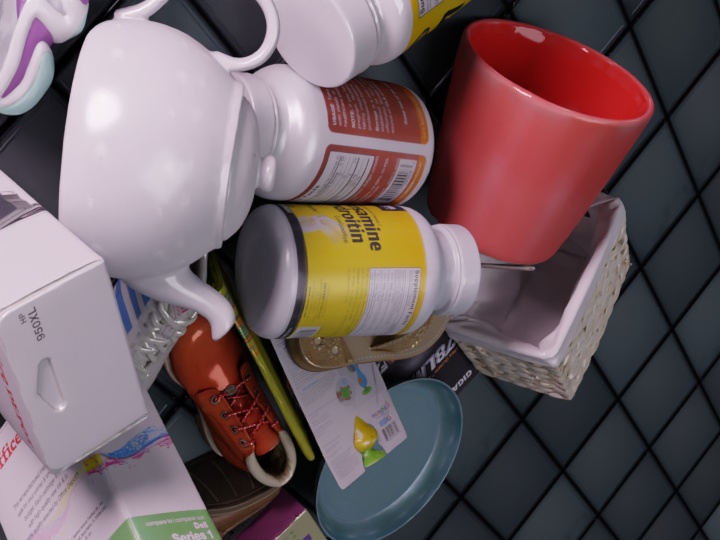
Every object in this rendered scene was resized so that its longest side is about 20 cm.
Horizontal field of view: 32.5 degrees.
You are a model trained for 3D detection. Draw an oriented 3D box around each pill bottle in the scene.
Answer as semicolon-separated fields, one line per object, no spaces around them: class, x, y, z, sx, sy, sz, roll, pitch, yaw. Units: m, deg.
pill bottle;-0.040;-0.113;1.043;0.199;0.112;0.113;2;113;-45
pill bottle;0.000;0.000;1.062;0.198;0.112;0.113;-1;116;-29
pill bottle;0.022;-0.238;1.000;0.200;0.114;0.115;-41;138;-32

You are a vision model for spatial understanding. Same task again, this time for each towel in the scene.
towel;-0.093;0.076;1.100;0.018;0.086;0.201;-25;120;-1

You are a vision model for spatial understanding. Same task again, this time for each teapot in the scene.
teapot;-0.132;-0.086;0.893;0.144;0.199;0.201;7;146;-5

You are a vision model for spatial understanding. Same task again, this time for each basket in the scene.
basket;0.193;0.021;1.311;0.201;0.134;0.124;-61;149;-22

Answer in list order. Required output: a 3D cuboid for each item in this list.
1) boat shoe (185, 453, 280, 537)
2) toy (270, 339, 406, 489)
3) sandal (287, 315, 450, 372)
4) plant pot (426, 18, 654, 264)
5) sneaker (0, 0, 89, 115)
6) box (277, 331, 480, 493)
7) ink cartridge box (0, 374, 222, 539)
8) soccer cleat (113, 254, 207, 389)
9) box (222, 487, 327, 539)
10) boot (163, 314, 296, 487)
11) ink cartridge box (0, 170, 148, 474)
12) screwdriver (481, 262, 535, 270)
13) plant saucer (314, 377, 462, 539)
boat shoe;-0.166;0.236;1.179;0.198;0.072;0.069;-17;130;-25
toy;-0.039;0.095;1.163;0.115;0.047;0.202;-29;93;-50
sandal;0.033;0.046;1.153;0.210;0.069;0.078;-16;88;-40
plant pot;0.157;-0.118;1.187;0.199;0.200;0.179;-8;131;-41
sneaker;-0.235;-0.212;0.816;0.139;0.077;0.201;27;94;-50
box;0.027;0.106;1.297;0.200;0.050;0.199;-43;136;-16
ink cartridge box;-0.208;0.189;0.976;0.083;0.201;0.145;5;133;-48
soccer cleat;-0.173;0.037;1.026;0.069;0.086;0.202;1;114;-44
box;-0.112;0.330;1.263;0.176;0.096;0.201;-43;136;-16
boot;-0.114;0.113;1.120;0.075;0.107;0.201;-36;134;-18
ink cartridge box;-0.244;0.024;0.862;0.084;0.199;0.146;-31;133;-26
screwdriver;0.069;-0.005;1.193;0.197;0.028;0.029;6;143;-2
plant saucer;0.026;0.196;1.297;0.199;0.027;0.202;-22;128;-31
